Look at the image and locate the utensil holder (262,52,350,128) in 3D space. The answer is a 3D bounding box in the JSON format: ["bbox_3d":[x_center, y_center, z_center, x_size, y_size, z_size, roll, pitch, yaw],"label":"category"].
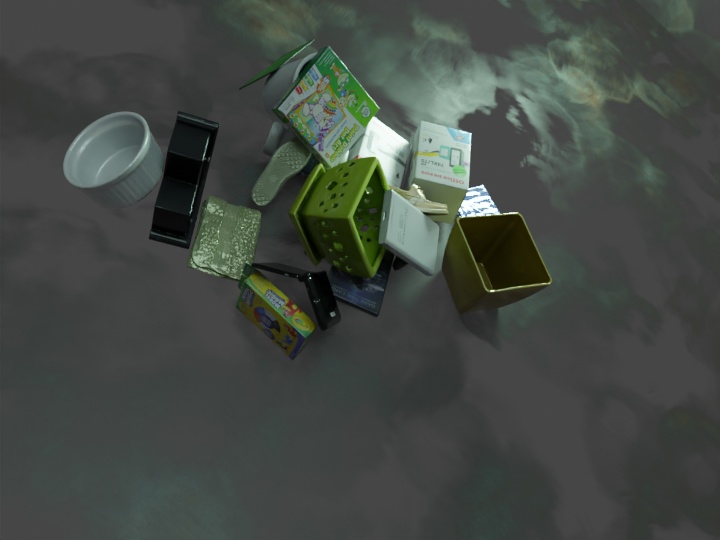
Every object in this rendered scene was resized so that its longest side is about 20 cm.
[{"bbox_3d":[-0.135,-0.440,1.685,0.167,0.199,0.174,-5,100,-31],"label":"utensil holder"}]

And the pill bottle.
[{"bbox_3d":[-0.136,-0.289,1.678,0.197,0.111,0.112,23,53,-9],"label":"pill bottle"}]

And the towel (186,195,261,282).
[{"bbox_3d":[-0.299,-0.071,1.517,0.146,0.037,0.203,16,55,-15],"label":"towel"}]

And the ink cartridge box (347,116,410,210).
[{"bbox_3d":[0.039,-0.279,1.751,0.144,0.085,0.202,31,49,-21],"label":"ink cartridge box"}]

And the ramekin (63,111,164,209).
[{"bbox_3d":[-0.513,-0.227,1.432,0.197,0.098,0.204,-10,56,14],"label":"ramekin"}]

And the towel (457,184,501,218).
[{"bbox_3d":[0.334,-0.143,1.851,0.143,0.024,0.202,-14,67,-31],"label":"towel"}]

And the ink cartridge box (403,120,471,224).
[{"bbox_3d":[0.198,-0.254,1.773,0.144,0.147,0.203,12,56,-5],"label":"ink cartridge box"}]

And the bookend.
[{"bbox_3d":[-0.379,-0.192,1.454,0.090,0.201,0.202,14,54,-14],"label":"bookend"}]

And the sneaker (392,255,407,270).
[{"bbox_3d":[0.111,-0.079,1.671,0.089,0.074,0.201,49,42,-14],"label":"sneaker"}]

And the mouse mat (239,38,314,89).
[{"bbox_3d":[-0.220,-0.542,1.784,0.200,0.159,0.008,-50,118,-37],"label":"mouse mat"}]

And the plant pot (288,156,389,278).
[{"bbox_3d":[-0.044,-0.123,1.548,0.178,0.201,0.202,4,50,25],"label":"plant pot"}]

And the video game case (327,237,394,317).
[{"bbox_3d":[0.000,0.000,1.616,0.141,0.019,0.202,23,54,-9],"label":"video game case"}]

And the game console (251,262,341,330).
[{"bbox_3d":[-0.131,0.050,1.445,0.114,0.200,0.179,-19,89,8],"label":"game console"}]

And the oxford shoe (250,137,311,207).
[{"bbox_3d":[-0.191,-0.236,1.606,0.075,0.058,0.201,39,86,-11],"label":"oxford shoe"}]

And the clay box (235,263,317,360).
[{"bbox_3d":[-0.188,0.086,1.417,0.199,0.115,0.048,41,54,6],"label":"clay box"}]

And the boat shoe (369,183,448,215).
[{"bbox_3d":[0.123,-0.177,1.651,0.196,0.074,0.071,9,89,-7],"label":"boat shoe"}]

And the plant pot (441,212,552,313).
[{"bbox_3d":[0.308,-0.003,1.654,0.197,0.177,0.203,-6,63,-27],"label":"plant pot"}]

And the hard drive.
[{"bbox_3d":[0.116,-0.085,1.582,0.199,0.026,0.134,31,60,-45],"label":"hard drive"}]

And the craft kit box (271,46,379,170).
[{"bbox_3d":[-0.078,-0.377,1.588,0.197,0.048,0.201,45,73,-32],"label":"craft kit box"}]
